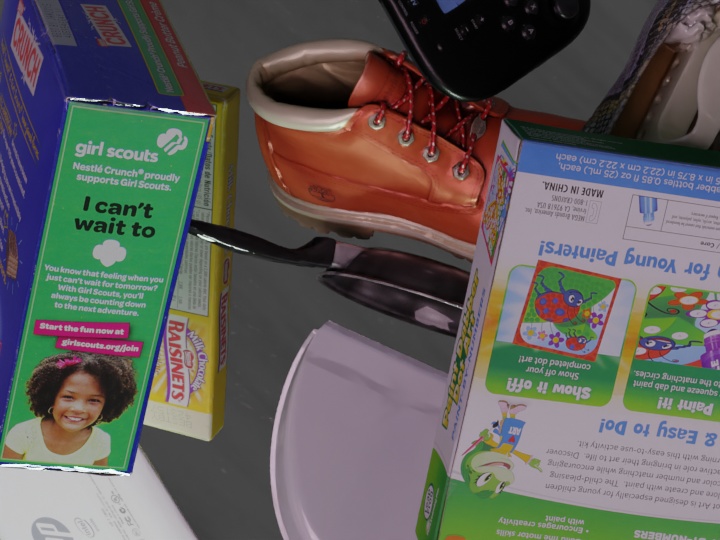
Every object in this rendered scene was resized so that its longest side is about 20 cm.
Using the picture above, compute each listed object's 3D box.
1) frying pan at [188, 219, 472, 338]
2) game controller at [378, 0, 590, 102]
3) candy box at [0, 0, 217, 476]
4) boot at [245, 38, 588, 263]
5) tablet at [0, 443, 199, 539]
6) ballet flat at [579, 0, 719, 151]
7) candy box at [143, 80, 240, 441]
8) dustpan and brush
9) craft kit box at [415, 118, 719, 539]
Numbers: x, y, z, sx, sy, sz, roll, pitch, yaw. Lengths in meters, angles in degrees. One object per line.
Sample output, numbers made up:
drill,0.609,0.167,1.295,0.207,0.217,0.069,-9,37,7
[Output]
frying pan,-0.001,0.002,1.159,0.189,0.115,0.031,20,82,-5
game controller,0.029,-0.179,1.076,0.042,0.104,0.201,-19,104,52
candy box,-0.140,-0.031,1.133,0.077,0.169,0.201,3,120,-19
boot,0.040,-0.061,1.114,0.199,0.075,0.107,5,148,18
tablet,-0.157,0.143,1.320,0.130,0.014,0.201,-20,108,33
ballet flat,0.131,-0.047,1.058,0.072,0.072,0.201,26,86,8
candy box,-0.118,-0.011,1.246,0.102,0.026,0.201,12,116,15
dustpan and brush,-0.003,0.145,1.226,0.139,0.057,0.201,24,82,-1
craft kit box,0.140,0.045,1.027,0.199,0.049,0.199,8,104,-12
